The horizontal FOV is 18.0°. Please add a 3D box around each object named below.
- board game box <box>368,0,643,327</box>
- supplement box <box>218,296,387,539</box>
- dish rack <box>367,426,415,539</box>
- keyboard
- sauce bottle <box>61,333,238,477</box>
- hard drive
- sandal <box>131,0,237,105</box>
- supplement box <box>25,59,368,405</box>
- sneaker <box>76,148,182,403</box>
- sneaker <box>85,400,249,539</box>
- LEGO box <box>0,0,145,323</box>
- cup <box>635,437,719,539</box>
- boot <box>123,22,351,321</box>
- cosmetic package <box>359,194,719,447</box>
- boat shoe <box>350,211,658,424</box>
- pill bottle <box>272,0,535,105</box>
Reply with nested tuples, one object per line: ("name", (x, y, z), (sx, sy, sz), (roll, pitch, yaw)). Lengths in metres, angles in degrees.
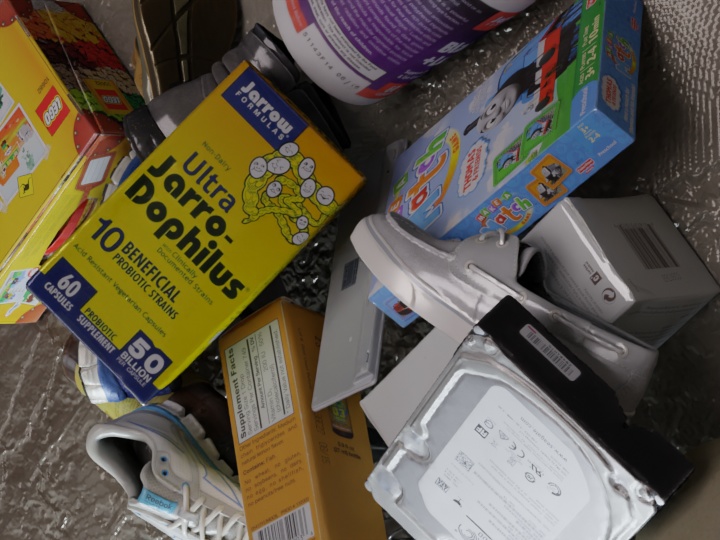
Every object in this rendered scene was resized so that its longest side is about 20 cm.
("board game box", (0.089, -0.073, 1.386), (0.200, 0.037, 0.152), (-41, 22, 32))
("supplement box", (-0.036, 0.122, 1.449), (0.069, 0.066, 0.201), (-29, 55, 32))
("dish rack", (0.007, 0.215, 1.500), (0.153, 0.054, 0.200), (-49, 61, 29))
("keyboard", (0.000, 0.000, 1.467), (0.056, 0.011, 0.201), (-33, 37, 40))
("sauce bottle", (-0.130, 0.102, 1.605), (0.200, 0.065, 0.065), (37, 112, 35))
("hard drive", (0.088, 0.117, 1.271), (0.140, 0.038, 0.200), (44, 146, 8))
("sandal", (-0.128, -0.141, 1.603), (0.054, 0.080, 0.201), (-6, 91, 55))
("supplement box", (-0.102, -0.025, 1.457), (0.109, 0.110, 0.200), (44, 92, 0))
("sneaker", (-0.142, 0.002, 1.602), (0.089, 0.079, 0.201), (4, 66, 3))
("sneaker", (-0.107, 0.160, 1.500), (0.200, 0.087, 0.075), (33, 107, 28))
("LEGO box", (-0.253, -0.082, 1.695), (0.200, 0.077, 0.149), (-50, 62, 28))
("cup", (0.231, 0.165, 1.250), (0.143, 0.200, 0.201), (36, 114, 58))
("boot", (-0.059, -0.055, 1.537), (0.131, 0.070, 0.200), (-31, 103, 4))
("cosmetic package", (0.108, 0.047, 1.381), (0.200, 0.113, 0.081), (-44, 68, 28))
("boat shoe", (0.082, 0.015, 1.289), (0.200, 0.072, 0.069), (39, 104, 30))
("pill bottle", (0.049, -0.195, 1.427), (0.200, 0.111, 0.112), (-30, 72, 36))
